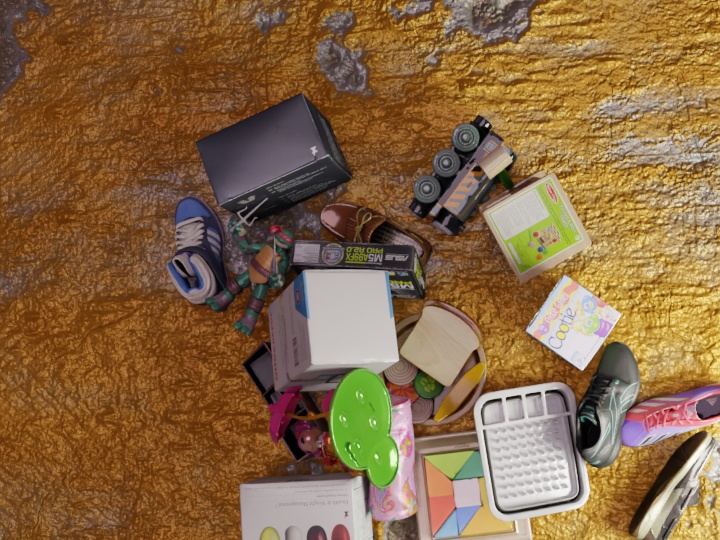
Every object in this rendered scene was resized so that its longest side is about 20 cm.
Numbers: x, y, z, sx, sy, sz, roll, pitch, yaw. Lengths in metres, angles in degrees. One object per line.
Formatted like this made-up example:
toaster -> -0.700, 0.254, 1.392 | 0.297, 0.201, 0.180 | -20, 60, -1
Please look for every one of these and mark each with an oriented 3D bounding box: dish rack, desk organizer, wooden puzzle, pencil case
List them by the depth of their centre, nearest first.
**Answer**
dish rack -> 0.268, 0.287, 1.692 | 0.170, 0.044, 0.202 | -8, 83, -11
pencil case -> 0.047, 0.299, 1.714 | 0.086, 0.087, 0.202 | -3, 97, 11
wooden puzzle -> 0.176, 0.363, 1.725 | 0.183, 0.037, 0.202 | -9, 84, 10
desk organizer -> -0.124, 0.219, 1.777 | 0.071, 0.077, 0.201 | -35, 79, 6

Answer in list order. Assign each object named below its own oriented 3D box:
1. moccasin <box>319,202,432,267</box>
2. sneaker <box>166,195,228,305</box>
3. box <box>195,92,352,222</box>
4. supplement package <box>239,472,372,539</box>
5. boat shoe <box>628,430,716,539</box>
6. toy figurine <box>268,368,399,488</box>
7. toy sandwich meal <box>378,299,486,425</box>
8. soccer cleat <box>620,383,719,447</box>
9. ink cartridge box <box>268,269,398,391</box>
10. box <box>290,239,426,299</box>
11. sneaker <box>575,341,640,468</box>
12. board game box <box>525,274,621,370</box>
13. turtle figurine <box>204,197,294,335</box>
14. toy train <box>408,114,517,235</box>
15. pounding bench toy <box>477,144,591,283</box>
moccasin -> 0.022, -0.059, 1.772 | 0.200, 0.078, 0.074 | 30, 91, 12
sneaker -> -0.284, -0.040, 1.796 | 0.080, 0.146, 0.202 | -17, 82, 9
box -> -0.138, -0.180, 1.753 | 0.195, 0.200, 0.118 | -23, 81, 8
supplement package -> -0.083, 0.436, 1.714 | 0.189, 0.147, 0.202 | -5, 83, 11
boat shoe -> 0.496, 0.342, 1.653 | 0.065, 0.073, 0.201 | 35, 96, 1
toy figurine -> -0.055, 0.248, 1.658 | 0.183, 0.150, 0.201 | -4, 124, 39
toy sandwich meal -> 0.118, 0.155, 1.738 | 0.203, 0.070, 0.208 | -1, 85, 11
soccer cleat -> 0.493, 0.225, 1.656 | 0.198, 0.073, 0.069 | -19, 83, 10
ink cartridge box -> -0.049, 0.098, 1.680 | 0.144, 0.200, 0.148 | 0, 73, -22
box -> 0.000, 0.000, 1.728 | 0.198, 0.160, 0.045 | 3, 72, 11
sneaker -> 0.384, 0.206, 1.661 | 0.075, 0.079, 0.202 | 3, 75, 43
board game box -> 0.327, 0.084, 1.637 | 0.103, 0.200, 0.105 | 35, 93, 12
turtle figurine -> -0.161, -0.004, 1.724 | 0.149, 0.100, 0.201 | 39, 101, 38
toy train -> 0.168, -0.155, 1.754 | 0.114, 0.085, 0.201 | 37, 93, 2
pounding bench toy -> 0.253, -0.105, 1.676 | 0.123, 0.156, 0.201 | -29, 95, 6
